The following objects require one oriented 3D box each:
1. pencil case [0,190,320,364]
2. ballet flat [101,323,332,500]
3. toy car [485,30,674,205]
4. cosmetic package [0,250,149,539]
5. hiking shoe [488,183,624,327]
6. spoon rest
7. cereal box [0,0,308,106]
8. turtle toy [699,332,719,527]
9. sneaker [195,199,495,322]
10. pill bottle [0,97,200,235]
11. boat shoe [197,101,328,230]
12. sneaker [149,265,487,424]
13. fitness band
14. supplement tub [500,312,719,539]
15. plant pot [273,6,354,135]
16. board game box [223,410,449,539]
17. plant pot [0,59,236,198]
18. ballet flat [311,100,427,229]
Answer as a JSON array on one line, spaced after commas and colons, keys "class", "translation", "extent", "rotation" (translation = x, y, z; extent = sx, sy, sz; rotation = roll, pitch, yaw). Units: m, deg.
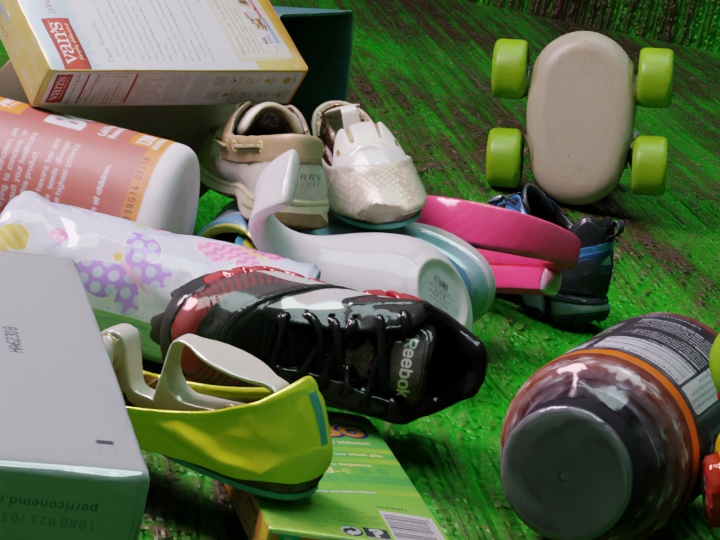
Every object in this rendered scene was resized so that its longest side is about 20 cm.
[{"class": "pencil case", "translation": [-0.122, 0.015, 1.343], "extent": [0.199, 0.084, 0.091], "rotation": [14, 19, 3]}, {"class": "ballet flat", "translation": [-0.102, 0.062, 1.137], "extent": [0.199, 0.067, 0.067], "rotation": [9, 19, 27]}, {"class": "toy car", "translation": [0.210, -0.139, 2.171], "extent": [0.163, 0.159, 0.200], "rotation": [4, 1, 8]}, {"class": "cosmetic package", "translation": [-0.148, 0.111, 0.678], "extent": [0.122, 0.201, 0.199], "rotation": [6, 14, -15]}, {"class": "hiking shoe", "translation": [0.109, -0.027, 1.715], "extent": [0.199, 0.087, 0.074], "rotation": [22, 15, 32]}, {"class": "spoon rest", "translation": [0.000, 0.000, 1.409], "extent": [0.060, 0.100, 0.200], "rotation": [-18, -43, 36]}, {"class": "cereal box", "translation": [-0.149, -0.170, 1.516], "extent": [0.199, 0.040, 0.144], "rotation": [-3, 52, -36]}, {"class": "turtle toy", "translation": [0.223, 0.091, 1.160], "extent": [0.100, 0.201, 0.146], "rotation": [-4, 38, 0]}, {"class": "sneaker", "translation": [-0.019, 0.008, 1.485], "extent": [0.199, 0.080, 0.131], "rotation": [10, 13, 14]}, {"class": "pill bottle", "translation": [-0.210, -0.048, 1.449], "extent": [0.199, 0.113, 0.112], "rotation": [15, 14, 7]}, {"class": "boat shoe", "translation": [-0.059, -0.077, 1.508], "extent": [0.074, 0.067, 0.200], "rotation": [3, 13, -20]}, {"class": "sneaker", "translation": [-0.014, 0.041, 1.254], "extent": [0.200, 0.071, 0.098], "rotation": [9, 3, -34]}, {"class": "fitness band", "translation": [0.059, -0.018, 1.609], "extent": [0.199, 0.038, 0.143], "rotation": [2, -13, 45]}, {"class": "supplement tub", "translation": [0.139, 0.088, 1.238], "extent": [0.106, 0.108, 0.200], "rotation": [18, 15, 20]}, {"class": "plant pot", "translation": [-0.129, -0.157, 1.927], "extent": [0.199, 0.142, 0.141], "rotation": [11, 11, 25]}, {"class": "board game box", "translation": [-0.021, 0.109, 1.174], "extent": [0.095, 0.030, 0.200], "rotation": [10, 16, -15]}, {"class": "plant pot", "translation": [-0.162, -0.108, 1.646], "extent": [0.135, 0.200, 0.200], "rotation": [52, 22, 6]}, {"class": "ballet flat", "translation": [-0.004, -0.076, 1.540], "extent": [0.067, 0.063, 0.200], "rotation": [-11, 15, -11]}]
